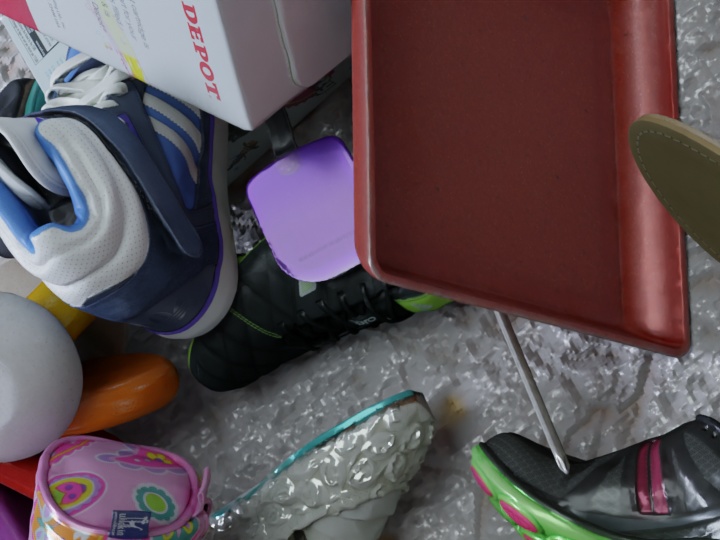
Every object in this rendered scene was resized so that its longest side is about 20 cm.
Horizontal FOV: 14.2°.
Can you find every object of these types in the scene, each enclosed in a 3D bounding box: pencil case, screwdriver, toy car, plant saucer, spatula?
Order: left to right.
[{"bbox_3d":[-0.177,0.090,1.436,0.200,0.175,0.150,-39,96,15],"label":"toy car"},{"bbox_3d":[-0.119,0.173,1.347,0.087,0.087,0.200,32,125,34],"label":"pencil case"},{"bbox_3d":[-0.046,-0.082,1.397,0.056,0.021,0.200,-29,60,7],"label":"spatula"},{"bbox_3d":[0.055,0.009,1.314,0.029,0.028,0.200,-17,61,2],"label":"screwdriver"},{"bbox_3d":[0.066,-0.069,1.302,0.037,0.200,0.200,-20,65,46],"label":"plant saucer"}]

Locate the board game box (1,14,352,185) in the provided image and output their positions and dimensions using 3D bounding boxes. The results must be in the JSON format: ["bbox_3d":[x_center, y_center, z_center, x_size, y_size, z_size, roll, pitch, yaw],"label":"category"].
[{"bbox_3d":[-0.072,-0.139,1.480,0.200,0.064,0.148,-42,59,16],"label":"board game box"}]

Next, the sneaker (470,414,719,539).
[{"bbox_3d":[0.141,0.105,1.278,0.200,0.077,0.084,14,65,31],"label":"sneaker"}]

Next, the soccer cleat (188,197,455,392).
[{"bbox_3d":[0.000,0.000,1.392,0.200,0.068,0.081,-41,59,11],"label":"soccer cleat"}]

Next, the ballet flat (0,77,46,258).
[{"bbox_3d":[-0.180,-0.041,1.462,0.073,0.073,0.200,-41,16,14],"label":"ballet flat"}]

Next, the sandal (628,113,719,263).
[{"bbox_3d":[0.220,-0.018,1.275,0.070,0.078,0.212,-40,60,-22],"label":"sandal"}]

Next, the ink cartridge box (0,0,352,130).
[{"bbox_3d":[-0.082,-0.185,1.339,0.200,0.145,0.145,27,55,38],"label":"ink cartridge box"}]

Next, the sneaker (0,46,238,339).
[{"bbox_3d":[-0.130,-0.069,1.366,0.081,0.146,0.200,-26,60,22],"label":"sneaker"}]

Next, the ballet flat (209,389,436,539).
[{"bbox_3d":[-0.033,0.127,1.378,0.200,0.072,0.072,-32,61,27],"label":"ballet flat"}]
